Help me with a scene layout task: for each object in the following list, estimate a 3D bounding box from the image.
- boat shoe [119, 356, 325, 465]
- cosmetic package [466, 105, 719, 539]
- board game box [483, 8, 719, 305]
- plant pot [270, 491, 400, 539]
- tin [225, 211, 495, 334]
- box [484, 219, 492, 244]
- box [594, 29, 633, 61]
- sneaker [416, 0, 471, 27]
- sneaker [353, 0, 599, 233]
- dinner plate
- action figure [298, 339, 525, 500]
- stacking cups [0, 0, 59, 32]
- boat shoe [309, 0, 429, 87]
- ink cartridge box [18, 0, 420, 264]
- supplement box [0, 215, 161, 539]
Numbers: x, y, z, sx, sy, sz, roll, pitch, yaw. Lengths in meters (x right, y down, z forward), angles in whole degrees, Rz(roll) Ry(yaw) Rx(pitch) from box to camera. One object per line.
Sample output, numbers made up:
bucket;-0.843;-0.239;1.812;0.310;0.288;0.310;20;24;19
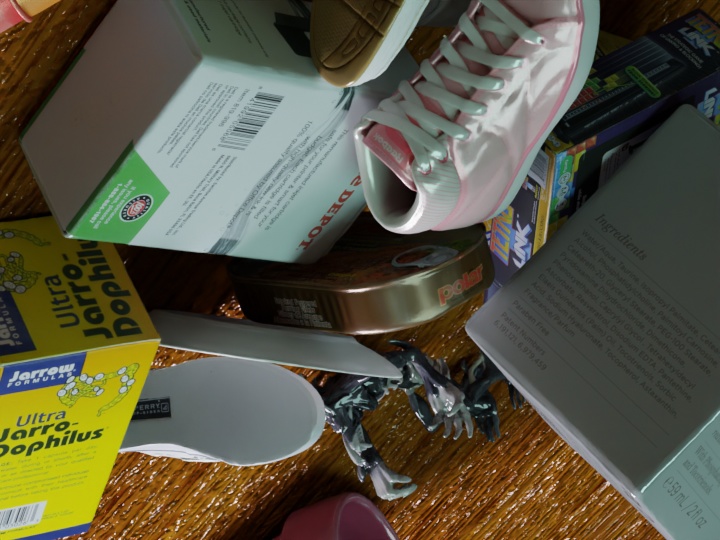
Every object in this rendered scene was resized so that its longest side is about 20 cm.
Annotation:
boat shoe;-0.105;0.096;1.467;0.199;0.072;0.066;-8;175;27
cosmetic package;0.208;0.043;1.382;0.200;0.166;0.167;-46;148;0
board game box;0.164;-0.054;1.444;0.165;0.057;0.200;-29;145;-26
plant pot;-0.053;0.298;1.771;0.179;0.201;0.200;-22;152;16
tin;0.000;0.000;1.389;0.112;0.200;0.042;-33;113;-33
box;0.085;-0.057;1.475;0.064;0.070;0.200;-42;148;10
box;0.190;-0.112;1.507;0.200;0.050;0.075;11;128;-49
sneaker;0.095;-0.210;1.265;0.115;0.074;0.200;-6;142;-40
sneaker;0.061;-0.099;1.244;0.104;0.075;0.201;-16;140;-40
dinner plate;-0.070;0.045;1.423;0.200;0.200;0.024;7;90;-46
action figure;0.037;0.104;1.639;0.200;0.102;0.119;-6;153;-38
stacking cups;-0.133;-0.182;1.134;0.200;0.061;0.061;-27;149;4
boat shoe;0.038;-0.189;1.208;0.069;0.071;0.200;6;115;-48
ink cartridge box;-0.073;-0.085;1.287;0.200;0.083;0.147;7;132;-47
supplement box;-0.214;0.074;1.367;0.109;0.109;0.200;-9;143;-31
